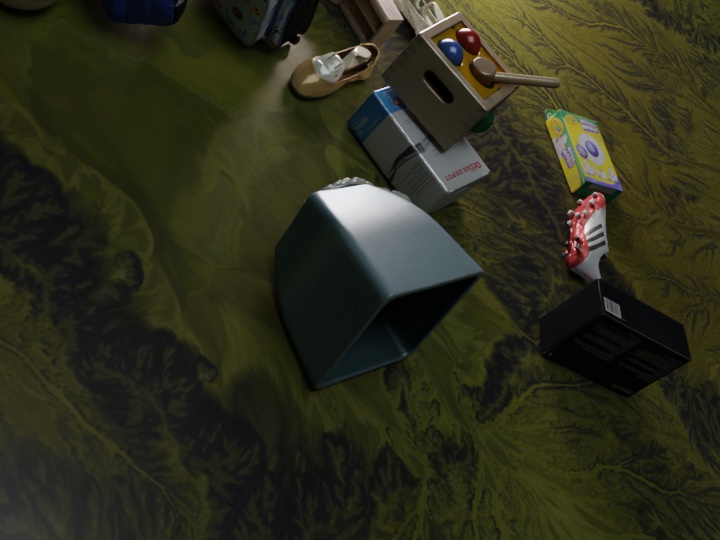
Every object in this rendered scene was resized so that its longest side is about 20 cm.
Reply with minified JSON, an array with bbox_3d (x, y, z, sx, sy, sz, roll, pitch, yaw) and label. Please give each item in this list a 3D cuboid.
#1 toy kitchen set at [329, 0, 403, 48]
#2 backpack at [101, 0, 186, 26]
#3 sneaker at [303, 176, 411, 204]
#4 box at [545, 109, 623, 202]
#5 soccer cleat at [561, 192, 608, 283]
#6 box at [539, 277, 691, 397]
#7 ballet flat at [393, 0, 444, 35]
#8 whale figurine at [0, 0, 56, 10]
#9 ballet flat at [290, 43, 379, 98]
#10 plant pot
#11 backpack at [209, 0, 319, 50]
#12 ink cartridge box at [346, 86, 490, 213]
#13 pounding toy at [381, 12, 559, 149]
[{"bbox_3d":[-0.030,-0.492,1.673,0.199,0.163,0.182,-15,70,-46],"label":"toy kitchen set"},{"bbox_3d":[-0.313,-0.439,1.394,0.166,0.163,0.202,-3,57,-9],"label":"backpack"},{"bbox_3d":[0.009,-0.079,1.464,0.198,0.077,0.086,6,61,-38],"label":"sneaker"},{"bbox_3d":[0.439,-0.237,1.982,0.116,0.048,0.202,9,53,-37],"label":"box"},{"bbox_3d":[0.418,-0.061,1.820,0.085,0.068,0.201,43,43,-19],"label":"soccer cleat"},{"bbox_3d":[0.409,0.112,1.619,0.199,0.141,0.079,26,43,-24],"label":"box"},{"bbox_3d":[0.114,-0.490,1.874,0.071,0.072,0.201,-17,71,-47],"label":"ballet flat"},{"bbox_3d":[-0.466,-0.424,1.283,0.199,0.104,0.160,24,47,-26],"label":"whale figurine"},{"bbox_3d":[-0.038,-0.333,1.621,0.069,0.063,0.200,51,41,4],"label":"ballet flat"},{"bbox_3d":[0.000,0.000,1.315,0.195,0.197,0.201,-12,60,-45],"label":"plant pot"},{"bbox_3d":[-0.156,-0.455,1.534,0.153,0.200,0.191,-30,78,-35],"label":"backpack"},{"bbox_3d":[0.095,-0.200,1.621,0.201,0.084,0.145,54,39,7],"label":"ink cartridge box"},{"bbox_3d":[0.179,-0.304,1.591,0.200,0.142,0.184,48,39,0],"label":"pounding toy"}]
